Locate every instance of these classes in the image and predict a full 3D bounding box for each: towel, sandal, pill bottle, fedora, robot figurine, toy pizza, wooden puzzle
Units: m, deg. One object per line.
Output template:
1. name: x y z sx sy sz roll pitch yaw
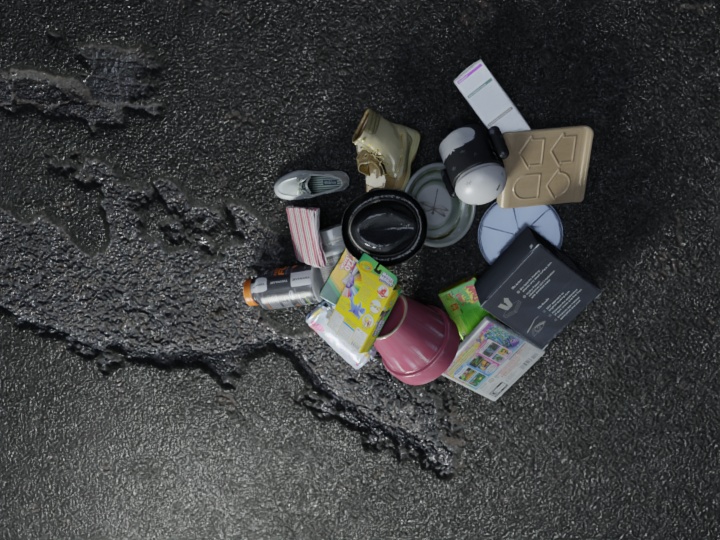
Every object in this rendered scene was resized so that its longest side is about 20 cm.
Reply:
1. towel: -0.134 -0.088 1.574 0.030 0.200 0.147 -13 102 -21
2. sandal: 0.028 -0.255 1.547 0.077 0.070 0.213 -6 101 13
3. pill bottle: -0.046 -0.012 1.596 0.113 0.114 0.201 -15 99 15
4. fedora: 0.056 -0.092 1.423 0.200 0.092 0.201 0 98 -1
5. robot figurine: 0.251 -0.244 1.420 0.124 0.150 0.201 -16 68 -4
6. toy pizza: 0.384 -0.086 1.529 0.199 0.032 0.201 2 103 10
7. pill bottle: -0.201 0.044 1.646 0.199 0.106 0.107 -9 101 14
8. wooden puzzle: 0.413 -0.237 1.441 0.199 0.046 0.186 -3 122 0

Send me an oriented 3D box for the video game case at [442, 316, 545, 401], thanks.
1. video game case: 0.323 0.222 1.569 0.182 0.024 0.200 28 119 -16

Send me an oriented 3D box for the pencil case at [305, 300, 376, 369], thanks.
1. pencil case: -0.048 0.164 1.651 0.200 0.083 0.091 45 128 -1

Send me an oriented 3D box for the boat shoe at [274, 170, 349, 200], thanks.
1. boat shoe: -0.129 -0.219 1.591 0.199 0.067 0.074 -10 100 14

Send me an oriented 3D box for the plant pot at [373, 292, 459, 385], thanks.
1. plant pot: 0.109 0.149 1.522 0.200 0.200 0.179 -35 130 17

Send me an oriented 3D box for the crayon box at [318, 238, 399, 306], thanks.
1. crayon box: 0.000 0.000 1.512 0.119 0.058 0.200 29 96 -5

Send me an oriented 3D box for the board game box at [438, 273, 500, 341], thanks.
1. board game box: 0.287 0.121 1.588 0.101 0.048 0.200 -27 96 16

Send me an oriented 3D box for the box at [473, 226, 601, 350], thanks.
1. box: 0.408 0.041 1.479 0.200 0.118 0.197 34 111 -15

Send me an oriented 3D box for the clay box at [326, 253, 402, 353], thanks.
1. clay box: 0.013 0.072 1.432 0.115 0.048 0.200 38 111 29

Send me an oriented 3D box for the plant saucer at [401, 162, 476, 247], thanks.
1. plant saucer: 0.181 -0.157 1.522 0.199 0.050 0.201 -3 98 -22

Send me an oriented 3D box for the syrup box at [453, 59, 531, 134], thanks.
1. syrup box: 0.303 -0.378 1.455 0.081 0.079 0.200 -35 93 17

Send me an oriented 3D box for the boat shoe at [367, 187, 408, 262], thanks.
1. boat shoe: 0.078 -0.110 1.553 0.075 0.068 0.200 -28 106 18

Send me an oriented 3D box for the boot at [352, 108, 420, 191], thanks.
1. boot: 0.046 -0.262 1.486 0.155 0.073 0.201 20 85 -26
